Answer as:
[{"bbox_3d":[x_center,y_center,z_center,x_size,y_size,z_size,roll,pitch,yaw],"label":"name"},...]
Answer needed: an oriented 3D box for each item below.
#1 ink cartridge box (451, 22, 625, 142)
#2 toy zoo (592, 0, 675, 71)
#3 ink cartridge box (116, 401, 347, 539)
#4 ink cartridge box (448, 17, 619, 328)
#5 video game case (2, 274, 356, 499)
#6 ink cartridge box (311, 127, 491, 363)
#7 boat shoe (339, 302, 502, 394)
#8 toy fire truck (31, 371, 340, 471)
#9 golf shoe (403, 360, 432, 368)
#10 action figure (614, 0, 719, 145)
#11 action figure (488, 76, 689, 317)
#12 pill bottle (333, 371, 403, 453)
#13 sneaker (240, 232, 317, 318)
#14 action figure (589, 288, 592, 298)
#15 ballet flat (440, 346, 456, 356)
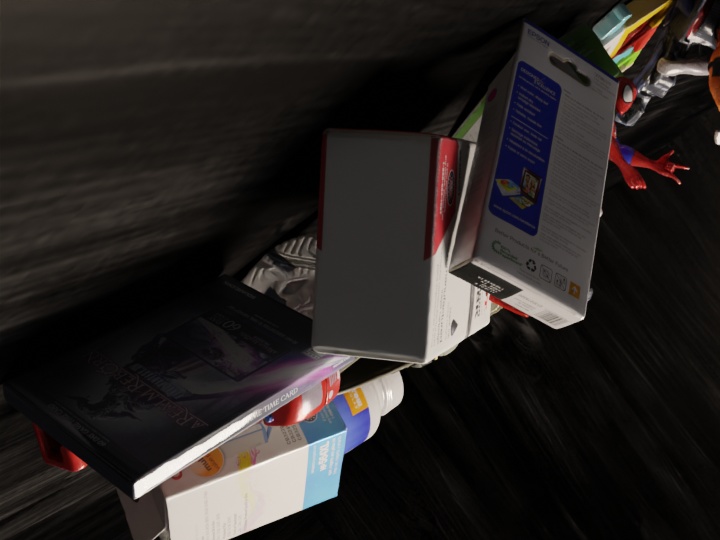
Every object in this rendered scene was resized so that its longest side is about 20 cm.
[{"bbox_3d":[0.138,-0.125,0.885,0.103,0.060,0.200,-34,174,-18],"label":"ink cartridge box"},{"bbox_3d":[0.229,-0.204,0.962,0.131,0.021,0.200,-36,172,-6],"label":"toy zoo"},{"bbox_3d":[-0.131,0.165,0.937,0.198,0.129,0.126,-18,145,-22],"label":"ink cartridge box"},{"bbox_3d":[0.124,-0.069,0.694,0.037,0.094,0.202,-28,-139,57],"label":"ink cartridge box"},{"bbox_3d":[-0.120,0.069,0.691,0.199,0.142,0.019,-28,131,-42],"label":"video game case"},{"bbox_3d":[0.040,-0.023,0.723,0.083,0.146,0.200,5,-174,18],"label":"ink cartridge box"},{"bbox_3d":[0.045,0.059,0.920,0.200,0.061,0.072,-22,149,23],"label":"boat shoe"},{"bbox_3d":[-0.129,0.097,0.748,0.198,0.049,0.141,-3,-162,29],"label":"toy fire truck"},{"bbox_3d":[0.001,0.066,1.114,0.094,0.079,0.200,-22,-166,-14],"label":"golf shoe"},{"bbox_3d":[0.325,-0.188,0.907,0.104,0.195,0.201,13,130,-19],"label":"action figure"},{"bbox_3d":[0.181,-0.052,0.766,0.201,0.098,0.065,-63,161,-7],"label":"action figure"},{"bbox_3d":[-0.048,0.160,1.137,0.199,0.113,0.112,-27,168,-35],"label":"pill bottle"},{"bbox_3d":[-0.060,0.031,0.881,0.198,0.080,0.130,-37,173,7],"label":"sneaker"},{"bbox_3d":[0.141,-0.044,0.995,0.193,0.198,0.106,-45,143,-63],"label":"action figure"},{"bbox_3d":[0.072,0.031,1.159,0.067,0.064,0.201,-10,-152,-2],"label":"ballet flat"}]
